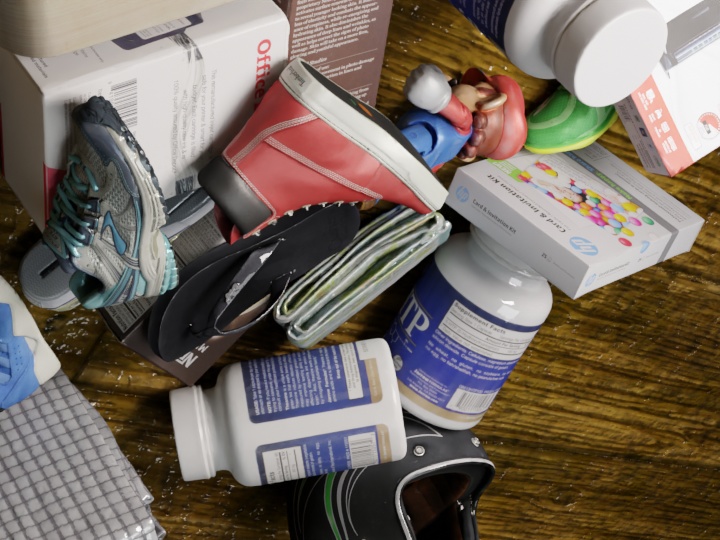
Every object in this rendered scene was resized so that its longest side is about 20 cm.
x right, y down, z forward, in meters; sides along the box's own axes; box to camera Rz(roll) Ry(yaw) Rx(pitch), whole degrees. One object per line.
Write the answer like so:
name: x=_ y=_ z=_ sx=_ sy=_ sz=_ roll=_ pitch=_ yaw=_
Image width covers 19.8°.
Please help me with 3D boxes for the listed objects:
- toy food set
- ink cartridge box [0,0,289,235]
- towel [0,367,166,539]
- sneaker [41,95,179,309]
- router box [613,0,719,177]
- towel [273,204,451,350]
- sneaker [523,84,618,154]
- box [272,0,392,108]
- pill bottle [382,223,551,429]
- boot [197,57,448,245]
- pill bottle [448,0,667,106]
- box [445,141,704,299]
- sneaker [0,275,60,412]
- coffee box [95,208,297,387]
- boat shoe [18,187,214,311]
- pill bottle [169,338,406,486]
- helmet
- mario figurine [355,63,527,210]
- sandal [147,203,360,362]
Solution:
toy food set: x=-0.168 y=-0.243 z=1.437 sx=0.199 sy=0.060 sz=0.144 roll=-22 pitch=129 yaw=-27
ink cartridge box: x=-0.161 y=-0.128 z=1.529 sx=0.199 sy=0.084 sz=0.145 roll=-21 pitch=141 yaw=-25
towel: x=-0.267 y=0.188 z=1.665 sx=0.165 sy=0.200 sz=0.086 roll=-24 pitch=142 yaw=-21
sneaker: x=-0.185 y=-0.037 z=1.469 sx=0.086 sy=0.078 sz=0.200 roll=-25 pitch=142 yaw=-13
router box: x=0.288 y=-0.213 z=1.797 sx=0.179 sy=0.049 sz=0.201 roll=-33 pitch=106 yaw=-12
towel: x=0.000 y=0.000 z=1.785 sx=0.171 sy=0.048 sz=0.200 roll=-37 pitch=176 yaw=-2
sneaker: x=0.217 y=-0.183 z=1.852 sx=0.200 sy=0.074 sz=0.084 roll=-40 pitch=121 yaw=1
box: x=-0.035 y=-0.202 z=1.582 sx=0.100 sy=0.075 sz=0.201 roll=-18 pitch=140 yaw=-29
pill bottle: x=0.106 y=0.035 z=1.909 sx=0.119 sy=0.120 sz=0.200 roll=5 pitch=124 yaw=-46
boot: x=-0.032 y=-0.063 z=1.589 sx=0.144 sy=0.072 sz=0.200 roll=-48 pitch=136 yaw=11
pill bottle: x=0.144 y=-0.221 z=1.616 sx=0.119 sy=0.200 sz=0.120 roll=-24 pitch=141 yaw=-21
box: x=0.192 y=-0.053 z=1.843 sx=0.200 sy=0.156 sz=0.041 roll=-20 pitch=140 yaw=-48
sneaker: x=-0.311 y=0.057 z=1.591 sx=0.111 sy=0.077 sz=0.200 roll=-43 pitch=152 yaw=-14
coffee box: x=-0.117 y=-0.014 z=1.694 sx=0.200 sy=0.080 sz=0.113 roll=-45 pitch=145 yaw=5
boat shoe: x=-0.183 y=-0.040 z=1.632 sx=0.200 sy=0.072 sz=0.062 roll=-34 pitch=169 yaw=-4
pill bottle: x=-0.065 y=0.130 z=1.832 sx=0.199 sy=0.111 sz=0.111 roll=-10 pitch=139 yaw=-3
helmet: x=0.028 y=0.220 z=1.981 sx=0.200 sy=0.199 sz=0.192 roll=16 pitch=77 yaw=-50
mario figurine: x=0.053 y=-0.125 z=1.739 sx=0.200 sy=0.123 sz=0.106 roll=-25 pitch=104 yaw=-39
sandal: x=-0.083 y=0.005 z=1.640 sx=0.200 sy=0.043 sz=0.076 roll=-36 pitch=142 yaw=-8
